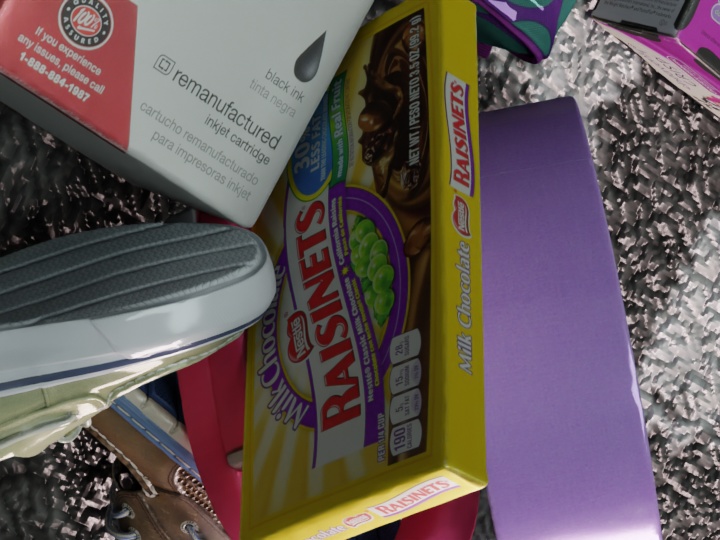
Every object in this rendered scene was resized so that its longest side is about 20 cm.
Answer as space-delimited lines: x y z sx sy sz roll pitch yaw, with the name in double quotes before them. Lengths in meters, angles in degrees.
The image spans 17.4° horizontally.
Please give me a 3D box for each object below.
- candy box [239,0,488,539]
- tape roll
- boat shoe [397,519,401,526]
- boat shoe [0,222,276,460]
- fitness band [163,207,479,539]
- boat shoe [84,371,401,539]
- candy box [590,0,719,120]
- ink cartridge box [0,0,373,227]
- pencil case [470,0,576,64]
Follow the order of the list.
"candy box" 0.000 0.000 0.856 0.026 0.102 0.200 26 51 -36
"tape roll" 0.074 0.032 0.967 0.066 0.200 0.200 -10 117 4
"boat shoe" 0.011 0.110 1.027 0.070 0.066 0.200 11 97 -42
"boat shoe" -0.126 0.035 0.859 0.200 0.072 0.062 -15 121 -5
"fitness band" -0.011 0.035 0.937 0.144 0.037 0.200 14 61 -46
"boat shoe" -0.064 0.090 0.944 0.072 0.072 0.200 -42 112 18
"candy box" 0.206 -0.171 1.102 0.136 0.061 0.200 31 84 -42
"ink cartridge box" -0.062 -0.140 0.868 0.144 0.084 0.200 33 82 -41
"pencil case" 0.083 -0.189 0.975 0.200 0.085 0.092 -63 175 -4
